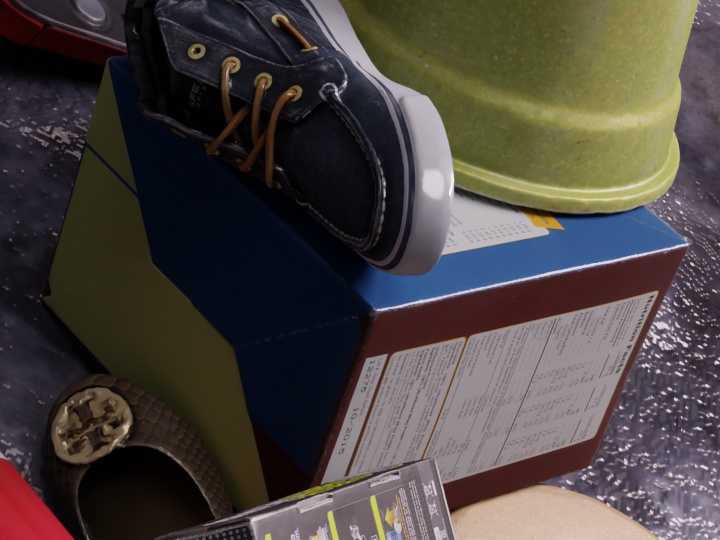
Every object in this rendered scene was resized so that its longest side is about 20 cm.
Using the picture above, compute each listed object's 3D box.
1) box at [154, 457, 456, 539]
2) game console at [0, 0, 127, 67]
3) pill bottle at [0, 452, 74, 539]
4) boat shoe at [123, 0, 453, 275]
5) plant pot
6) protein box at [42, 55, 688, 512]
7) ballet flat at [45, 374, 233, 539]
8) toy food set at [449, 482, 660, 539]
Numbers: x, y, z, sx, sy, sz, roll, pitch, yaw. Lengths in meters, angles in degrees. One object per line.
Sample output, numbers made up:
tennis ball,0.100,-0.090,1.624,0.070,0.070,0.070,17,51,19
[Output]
box,0.002,0.181,0.836,0.160,0.044,0.201,-10,84,-63
game console,-0.150,-0.186,1.197,0.176,0.031,0.200,11,46,-39
pill bottle,-0.151,0.135,0.823,0.200,0.112,0.112,47,40,15
boat shoe,-0.035,-0.060,0.899,0.091,0.071,0.200,3,28,-24
plant pot,0.084,-0.157,1.003,0.200,0.185,0.201,15,30,-9
protein box,0.000,0.000,1.017,0.200,0.135,0.199,-11,42,-42
ballet flat,-0.078,0.125,0.922,0.200,0.067,0.046,61,6,23
toy food set,0.092,0.180,1.004,0.199,0.049,0.198,19,42,-20
